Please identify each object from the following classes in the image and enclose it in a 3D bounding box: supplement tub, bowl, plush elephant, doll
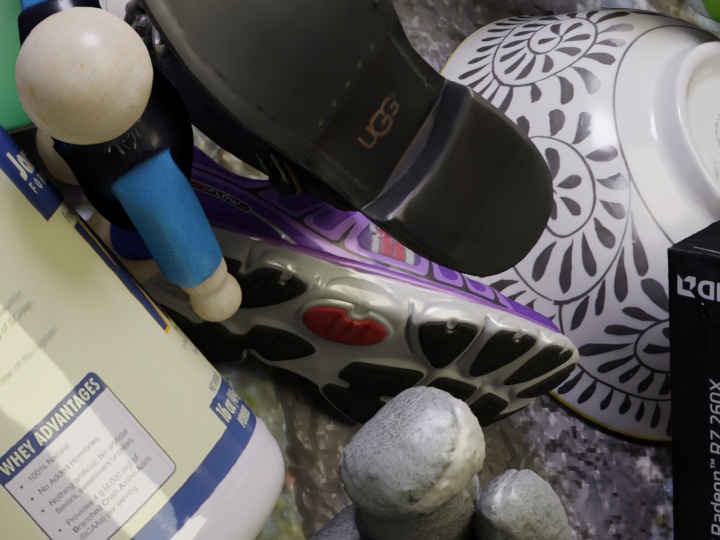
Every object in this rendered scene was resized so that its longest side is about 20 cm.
[{"bbox_3d":[-0.137,0.034,0.869,0.200,0.145,0.145,49,44,-10],"label":"supplement tub"},{"bbox_3d":[0.133,-0.038,1.193,0.201,0.094,0.201,21,53,-32],"label":"bowl"},{"bbox_3d":[0.029,0.156,0.931,0.155,0.165,0.200,52,5,19],"label":"plush elephant"},{"bbox_3d":[-0.077,-0.042,0.891,0.048,0.200,0.137,-26,82,-6],"label":"doll"}]

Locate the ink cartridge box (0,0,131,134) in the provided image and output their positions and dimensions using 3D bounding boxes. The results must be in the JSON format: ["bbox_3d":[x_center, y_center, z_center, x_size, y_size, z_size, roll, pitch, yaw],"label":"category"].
[{"bbox_3d":[-0.136,-0.147,0.980,0.161,0.050,0.200,-20,114,-46],"label":"ink cartridge box"}]

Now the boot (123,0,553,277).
[{"bbox_3d":[-0.038,-0.071,0.930,0.069,0.174,0.200,-48,119,-10],"label":"boot"}]

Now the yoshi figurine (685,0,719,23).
[{"bbox_3d":[0.143,-0.174,1.188,0.112,0.112,0.200,-49,117,-17],"label":"yoshi figurine"}]

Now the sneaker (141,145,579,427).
[{"bbox_3d":[0.000,0.000,1.065,0.200,0.081,0.083,23,46,-31],"label":"sneaker"}]

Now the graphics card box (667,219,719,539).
[{"bbox_3d":[0.176,0.069,1.133,0.125,0.051,0.200,-26,121,-46],"label":"graphics card box"}]
